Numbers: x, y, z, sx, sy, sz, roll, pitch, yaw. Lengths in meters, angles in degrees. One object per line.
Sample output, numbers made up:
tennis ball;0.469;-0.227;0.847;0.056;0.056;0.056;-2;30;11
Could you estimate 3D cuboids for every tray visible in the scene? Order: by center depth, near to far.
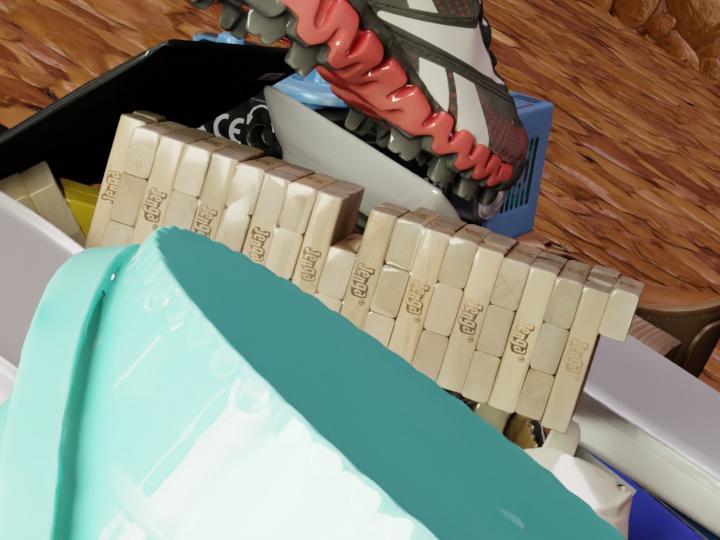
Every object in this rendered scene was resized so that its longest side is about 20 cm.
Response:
tray;0.021;0.000;1.015;0.107;0.022;0.200;35;-13;33

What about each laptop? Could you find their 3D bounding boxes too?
laptop;-0.147;-0.086;0.926;0.199;0.104;0.177;28;11;14

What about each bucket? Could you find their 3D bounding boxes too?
bucket;-0.012;0.096;0.442;0.207;0.135;0.207;38;4;-4

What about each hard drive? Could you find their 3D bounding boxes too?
hard drive;0.157;0.085;0.960;0.199;0.026;0.132;34;14;13

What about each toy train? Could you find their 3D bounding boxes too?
toy train;-0.007;-0.064;1.136;0.199;0.087;0.114;17;16;27

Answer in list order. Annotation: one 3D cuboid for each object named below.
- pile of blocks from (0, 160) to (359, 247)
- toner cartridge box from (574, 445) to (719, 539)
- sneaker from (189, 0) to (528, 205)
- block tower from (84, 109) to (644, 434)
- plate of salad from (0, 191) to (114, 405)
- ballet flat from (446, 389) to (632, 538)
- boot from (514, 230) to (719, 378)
pile of blocks;-0.054;-0.013;0.935;0.199;0.082;0.062;22;16;-26
toner cartridge box;0.168;0.121;0.999;0.200;0.043;0.095;13;23;-51
sneaker;0.020;-0.099;0.897;0.071;0.098;0.200;32;-4;42
block tower;0.000;0.000;0.841;0.199;0.058;0.054;18;9;7
plate of salad;-0.117;0.024;0.748;0.200;0.048;0.200;38;13;-10
ballet flat;0.057;0.087;0.835;0.068;0.069;0.200;27;14;-22
boot;0.107;0.012;1.209;0.154;0.074;0.200;30;10;18
